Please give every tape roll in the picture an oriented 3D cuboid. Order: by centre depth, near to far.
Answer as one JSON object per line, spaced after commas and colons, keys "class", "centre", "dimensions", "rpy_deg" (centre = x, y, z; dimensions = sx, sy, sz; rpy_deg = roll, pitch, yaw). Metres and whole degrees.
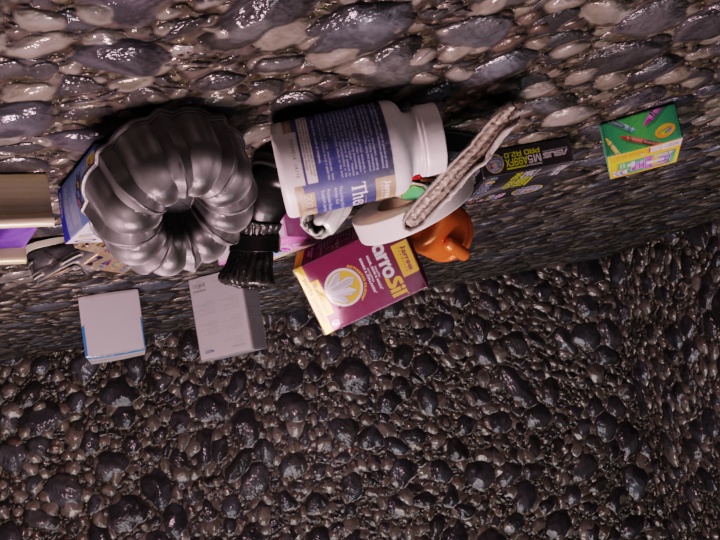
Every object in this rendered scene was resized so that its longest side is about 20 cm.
{"class": "tape roll", "centre": [0.080, -0.105, 1.181], "dimensions": [0.199, 0.038, 0.203], "rpy_deg": [-26, -164, 8]}

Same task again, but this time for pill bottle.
{"class": "pill bottle", "centre": [-0.002, -0.136, 0.893], "dimensions": [0.195, 0.114, 0.111], "rpy_deg": [-12, 173, -3]}

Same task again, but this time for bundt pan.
{"class": "bundt pan", "centre": [-0.198, -0.073, 0.829], "dimensions": [0.199, 0.076, 0.204], "rpy_deg": [-24, 144, -19]}

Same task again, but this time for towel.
{"class": "towel", "centre": [0.133, -0.133, 0.969], "dimensions": [0.200, 0.034, 0.133], "rpy_deg": [-47, 179, 19]}

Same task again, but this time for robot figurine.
{"class": "robot figurine", "centre": [0.136, -0.085, 1.404], "dimensions": [0.141, 0.120, 0.199], "rpy_deg": [4, 168, 36]}

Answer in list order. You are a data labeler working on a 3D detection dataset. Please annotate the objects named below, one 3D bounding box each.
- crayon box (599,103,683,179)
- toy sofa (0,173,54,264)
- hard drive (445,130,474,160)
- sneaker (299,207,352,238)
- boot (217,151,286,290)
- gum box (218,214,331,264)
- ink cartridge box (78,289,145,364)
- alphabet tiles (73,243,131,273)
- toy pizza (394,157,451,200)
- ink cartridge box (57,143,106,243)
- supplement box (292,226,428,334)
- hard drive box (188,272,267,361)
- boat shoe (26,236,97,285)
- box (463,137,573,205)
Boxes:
{"class": "crayon box", "centre": [0.466, -0.210, 1.265], "dimensions": [0.116, 0.060, 0.199], "rpy_deg": [-14, 172, 19]}
{"class": "toy sofa", "centre": [-0.447, -0.045, 0.954], "dimensions": [0.081, 0.100, 0.199], "rpy_deg": [-5, 170, -35]}
{"class": "hard drive", "centre": [0.056, -0.158, 1.129], "dimensions": [0.138, 0.034, 0.198], "rpy_deg": [-4, 169, -45]}
{"class": "sneaker", "centre": [-0.060, -0.087, 1.049], "dimensions": [0.074, 0.082, 0.199], "rpy_deg": [28, 172, -16]}
{"class": "boot", "centre": [-0.133, -0.058, 1.029], "dimensions": [0.078, 0.162, 0.211], "rpy_deg": [15, 166, -14]}
{"class": "gum box", "centre": [-0.163, -0.063, 1.358], "dimensions": [0.197, 0.068, 0.112], "rpy_deg": [-18, 169, 39]}
{"class": "ink cartridge box", "centre": [-0.615, 0.143, 1.887], "dimensions": [0.141, 0.151, 0.200], "rpy_deg": [-8, 172, -18]}
{"class": "alphabet tiles", "centre": [-0.351, -0.052, 1.171], "dimensions": [0.165, 0.008, 0.200], "rpy_deg": [-34, 169, 6]}
{"class": "toy pizza", "centre": [0.030, -0.130, 1.055], "dimensions": [0.195, 0.033, 0.201], "rpy_deg": [-1, 163, 0]}
{"class": "ink cartridge box", "centre": [-0.292, -0.088, 0.947], "dimensions": [0.134, 0.078, 0.199], "rpy_deg": [-6, 169, -38]}
{"class": "supplement box", "centre": [0.000, 0.000, 1.289], "dimensions": [0.197, 0.133, 0.103], "rpy_deg": [-25, -164, 7]}
{"class": "hard drive box", "centre": [-0.327, 0.108, 1.865], "dimensions": [0.152, 0.205, 0.077], "rpy_deg": [-13, 172, 20]}
{"class": "boat shoe", "centre": [-0.437, -0.026, 1.232], "dimensions": [0.195, 0.069, 0.072], "rpy_deg": [-13, 172, -13]}
{"class": "box", "centre": [0.262, -0.168, 1.322], "dimensions": [0.156, 0.045, 0.200], "rpy_deg": [-10, 173, -6]}
